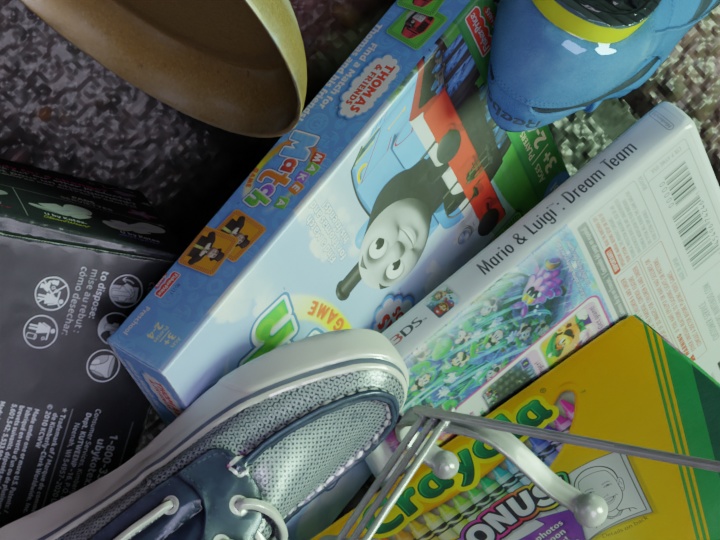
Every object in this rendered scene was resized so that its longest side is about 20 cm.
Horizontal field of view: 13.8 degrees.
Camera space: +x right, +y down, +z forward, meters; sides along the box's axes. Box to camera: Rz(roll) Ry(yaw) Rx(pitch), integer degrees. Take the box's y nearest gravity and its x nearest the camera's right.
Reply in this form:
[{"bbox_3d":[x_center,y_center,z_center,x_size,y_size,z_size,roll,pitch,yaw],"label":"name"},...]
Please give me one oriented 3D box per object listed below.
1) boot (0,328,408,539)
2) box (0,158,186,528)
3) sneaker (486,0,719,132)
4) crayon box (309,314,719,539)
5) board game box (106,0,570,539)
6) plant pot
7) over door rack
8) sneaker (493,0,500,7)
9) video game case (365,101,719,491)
[{"bbox_3d":[-0.054,0.107,1.092,0.200,0.090,0.073,-34,141,-2],"label":"boot"},{"bbox_3d":[-0.161,0.060,1.179,0.132,0.115,0.201,13,103,-20],"label":"box"},{"bbox_3d":[0.109,-0.115,1.192,0.066,0.200,0.079,38,131,12],"label":"sneaker"},{"bbox_3d":[0.071,0.118,1.164,0.200,0.119,0.058,-35,137,-14],"label":"crayon box"},{"bbox_3d":[0.000,0.000,1.177,0.200,0.037,0.151,-50,143,-16],"label":"board game box"},{"bbox_3d":[-0.095,-0.124,1.102,0.200,0.200,0.028,45,73,-22],"label":"plant pot"},{"bbox_3d":[0.059,0.120,1.065,0.067,0.200,0.148,53,56,-29],"label":"over door rack"},{"bbox_3d":[-0.011,-0.158,1.174,0.200,0.077,0.085,42,99,-21],"label":"sneaker"},{"bbox_3d":[0.090,0.050,1.235,0.182,0.024,0.200,-39,139,-9],"label":"video game case"}]
